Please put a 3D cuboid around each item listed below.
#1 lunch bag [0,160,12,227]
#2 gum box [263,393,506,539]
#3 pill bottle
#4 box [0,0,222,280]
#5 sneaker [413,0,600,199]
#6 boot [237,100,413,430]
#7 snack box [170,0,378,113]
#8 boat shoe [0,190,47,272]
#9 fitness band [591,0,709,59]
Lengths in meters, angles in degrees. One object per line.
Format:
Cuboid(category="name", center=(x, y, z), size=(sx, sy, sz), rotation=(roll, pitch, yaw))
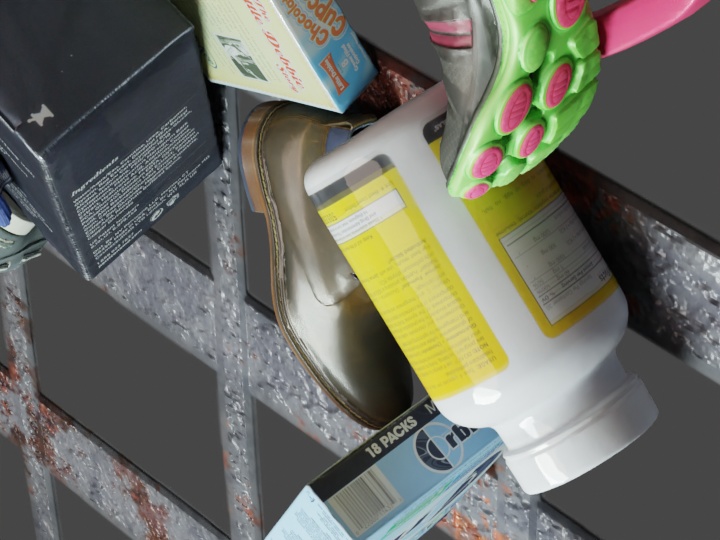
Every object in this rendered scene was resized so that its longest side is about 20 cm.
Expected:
Cuboid(category="lunch bag", center=(-0.282, -0.092, 1.370), size=(0.200, 0.075, 0.161), rotation=(36, 159, 50))
Cuboid(category="gum box", center=(0.013, 0.129, 1.330), size=(0.045, 0.170, 0.200), rotation=(49, 147, 9))
Cuboid(category="pill bottle", center=(0.065, 0.007, 1.205), size=(0.201, 0.112, 0.112), rotation=(59, 148, -3))
Cuboid(category="box", center=(-0.189, -0.128, 1.371), size=(0.197, 0.117, 0.200), rotation=(46, 168, 15))
Cuboid(category="sneaker", center=(0.061, -0.121, 1.087), size=(0.084, 0.076, 0.201), rotation=(44, 144, 38))
Cuboid(category="boot", center=(0.000, 0.000, 1.324), size=(0.097, 0.074, 0.201), rotation=(0, 116, 56))
Cuboid(category="snack box", center=(-0.080, -0.173, 1.260), size=(0.116, 0.037, 0.200), rotation=(18, 149, 46))
Cuboid(category="boat shoe", center=(-0.232, -0.034, 1.528), size=(0.073, 0.062, 0.200), rotation=(42, -174, -2))
Cuboid(category="fitness band", center=(0.095, -0.169, 1.086), size=(0.144, 0.037, 0.200), rotation=(58, 149, -7))
